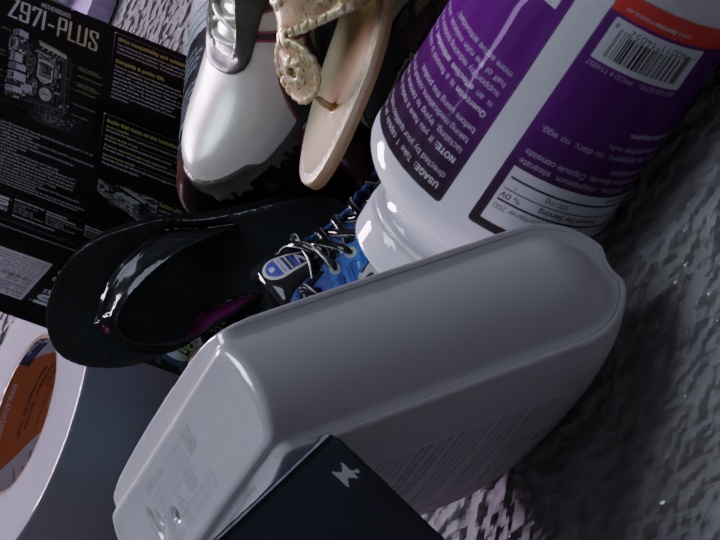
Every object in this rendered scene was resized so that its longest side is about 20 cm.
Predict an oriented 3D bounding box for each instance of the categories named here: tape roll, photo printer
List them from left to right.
[{"bbox_3d":[-0.184,0.099,1.607,0.200,0.066,0.201,-47,31,41],"label":"tape roll"},{"bbox_3d":[0.010,0.057,1.068,0.070,0.200,0.166,60,147,18],"label":"photo printer"}]

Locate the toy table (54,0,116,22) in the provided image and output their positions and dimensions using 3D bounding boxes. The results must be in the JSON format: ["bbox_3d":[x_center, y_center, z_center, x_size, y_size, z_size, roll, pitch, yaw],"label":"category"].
[{"bbox_3d":[-0.279,-0.198,1.994,0.200,0.117,0.184,-48,31,43],"label":"toy table"}]

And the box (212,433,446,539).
[{"bbox_3d":[-0.016,0.207,0.951,0.198,0.200,0.123,-51,-7,36],"label":"box"}]

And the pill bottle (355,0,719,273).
[{"bbox_3d":[0.079,-0.077,1.116,0.200,0.112,0.113,-56,27,28],"label":"pill bottle"}]

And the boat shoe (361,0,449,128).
[{"bbox_3d":[0.055,-0.127,1.264,0.065,0.073,0.200,53,139,22],"label":"boat shoe"}]

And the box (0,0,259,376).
[{"bbox_3d":[-0.150,-0.050,1.483,0.086,0.200,0.164,-41,36,47],"label":"box"}]

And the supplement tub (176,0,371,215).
[{"bbox_3d":[-0.044,-0.118,1.428,0.107,0.107,0.200,-44,34,45],"label":"supplement tub"}]

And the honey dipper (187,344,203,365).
[{"bbox_3d":[-0.076,0.053,1.351,0.200,0.038,0.038,112,177,-86],"label":"honey dipper"}]

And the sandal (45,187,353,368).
[{"bbox_3d":[-0.089,0.005,1.365,0.200,0.075,0.048,-19,16,23],"label":"sandal"}]

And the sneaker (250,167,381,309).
[{"bbox_3d":[0.000,0.000,1.255,0.079,0.089,0.201,27,97,65],"label":"sneaker"}]

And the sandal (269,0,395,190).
[{"bbox_3d":[-0.015,-0.150,1.236,0.212,0.069,0.078,-68,18,0],"label":"sandal"}]

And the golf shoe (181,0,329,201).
[{"bbox_3d":[-0.054,-0.136,1.293,0.077,0.088,0.200,29,97,44],"label":"golf shoe"}]
